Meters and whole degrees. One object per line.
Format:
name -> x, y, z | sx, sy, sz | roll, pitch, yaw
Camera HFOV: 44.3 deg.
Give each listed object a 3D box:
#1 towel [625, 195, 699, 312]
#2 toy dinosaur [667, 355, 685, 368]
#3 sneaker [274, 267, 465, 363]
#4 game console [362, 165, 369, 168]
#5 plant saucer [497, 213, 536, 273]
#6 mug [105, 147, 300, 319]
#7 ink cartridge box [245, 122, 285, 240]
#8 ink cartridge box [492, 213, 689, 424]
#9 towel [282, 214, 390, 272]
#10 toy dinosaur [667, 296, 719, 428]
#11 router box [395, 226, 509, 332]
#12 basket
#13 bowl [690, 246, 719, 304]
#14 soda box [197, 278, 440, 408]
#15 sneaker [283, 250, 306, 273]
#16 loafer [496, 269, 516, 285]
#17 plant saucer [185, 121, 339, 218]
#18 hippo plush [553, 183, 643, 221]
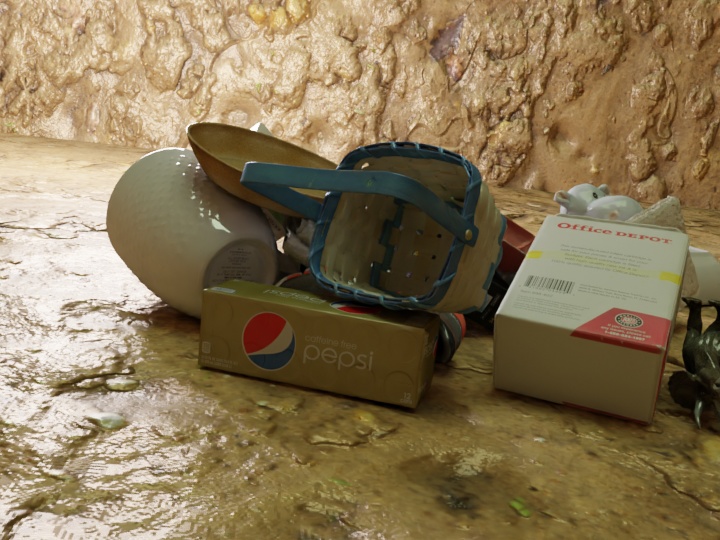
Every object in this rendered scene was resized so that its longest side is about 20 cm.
towel -> 0.354, -0.006, 1.074 | 0.034, 0.135, 0.199 | -6, 14, 46
toy dinosaur -> 0.241, 0.055, 0.921 | 0.199, 0.061, 0.106 | 39, 55, 23
sneaker -> 0.003, 0.047, 0.836 | 0.196, 0.078, 0.082 | 6, 19, 5
game console -> -0.014, -0.073, 1.233 | 0.196, 0.121, 0.173 | -15, 20, 2
plant saucer -> 0.120, -0.065, 1.044 | 0.198, 0.037, 0.200 | 33, 14, 5
mug -> -0.148, -0.023, 0.937 | 0.198, 0.149, 0.175 | 19, 12, -43
ink cartridge box -> -0.162, -0.071, 1.071 | 0.198, 0.117, 0.068 | -32, 24, 24
ink cartridge box -> 0.219, 0.035, 0.822 | 0.143, 0.085, 0.200 | 10, 34, 22
towel -> 0.000, 0.000, 0.958 | 0.199, 0.048, 0.171 | 35, 10, -12
toy dinosaur -> 0.336, 0.082, 0.821 | 0.076, 0.104, 0.198 | 14, 7, 37
router box -> 0.078, -0.024, 1.020 | 0.156, 0.053, 0.200 | 29, 14, -30
basket -> 0.018, -0.042, 0.735 | 0.174, 0.142, 0.199 | 12, -5, 38
bowl -> 0.446, -0.005, 1.359 | 0.197, 0.076, 0.199 | -1, 15, -31
soda box -> -0.036, 0.059, 0.754 | 0.196, 0.069, 0.064 | 10, 10, 16
sneaker -> -0.043, -0.016, 1.118 | 0.110, 0.075, 0.200 | 4, 10, -5
loafer -> 0.183, 0.026, 1.095 | 0.070, 0.070, 0.199 | 41, -12, -29
plant saucer -> -0.088, -0.098, 0.909 | 0.197, 0.036, 0.201 | 20, 18, -7
hippo plush -> 0.321, -0.031, 1.178 | 0.157, 0.164, 0.199 | -1, 13, -33
